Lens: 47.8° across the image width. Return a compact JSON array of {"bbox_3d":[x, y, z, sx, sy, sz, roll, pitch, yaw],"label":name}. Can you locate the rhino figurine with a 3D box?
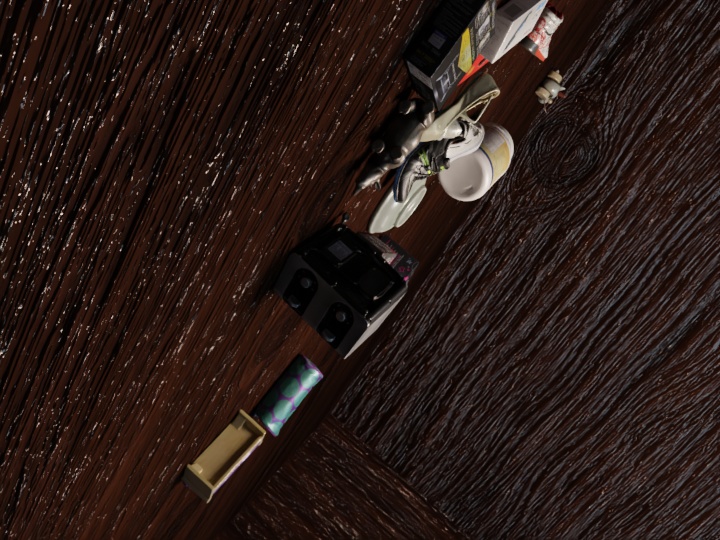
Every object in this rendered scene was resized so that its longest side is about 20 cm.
[{"bbox_3d":[0.051,-0.198,1.314,0.201,0.059,0.087,-52,177,13],"label":"rhino figurine"}]

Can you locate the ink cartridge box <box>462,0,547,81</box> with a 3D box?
[{"bbox_3d":[0.280,-0.450,1.577,0.200,0.044,0.178,-44,167,-43],"label":"ink cartridge box"}]

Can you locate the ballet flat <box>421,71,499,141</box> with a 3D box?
[{"bbox_3d":[0.184,-0.292,1.523,0.199,0.070,0.070,-42,170,-9],"label":"ballet flat"}]

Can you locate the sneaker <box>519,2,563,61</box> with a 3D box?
[{"bbox_3d":[0.423,-0.548,1.860,0.109,0.067,0.201,-52,169,20],"label":"sneaker"}]

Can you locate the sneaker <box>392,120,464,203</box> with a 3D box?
[{"bbox_3d":[0.132,-0.215,1.599,0.201,0.082,0.071,-52,171,-1],"label":"sneaker"}]

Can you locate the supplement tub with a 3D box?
[{"bbox_3d":[0.285,-0.272,1.985,0.200,0.144,0.146,-42,167,-49],"label":"supplement tub"}]

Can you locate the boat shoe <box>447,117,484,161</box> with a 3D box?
[{"bbox_3d":[0.221,-0.306,1.783,0.200,0.075,0.087,-32,158,-41],"label":"boat shoe"}]

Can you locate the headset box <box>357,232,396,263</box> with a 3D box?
[{"bbox_3d":[0.000,0.000,1.789,0.150,0.075,0.200,-54,171,7],"label":"headset box"}]

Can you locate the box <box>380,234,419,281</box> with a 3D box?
[{"bbox_3d":[0.031,0.037,1.977,0.200,0.114,0.133,-47,171,-26],"label":"box"}]

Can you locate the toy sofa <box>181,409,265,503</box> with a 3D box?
[{"bbox_3d":[-0.308,0.421,1.826,0.200,0.082,0.098,-45,168,-41],"label":"toy sofa"}]

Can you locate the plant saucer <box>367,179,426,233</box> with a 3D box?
[{"bbox_3d":[0.094,-0.152,1.765,0.201,0.050,0.200,-51,171,-11],"label":"plant saucer"}]

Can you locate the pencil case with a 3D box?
[{"bbox_3d":[-0.182,0.314,2.057,0.201,0.084,0.093,-50,156,-11],"label":"pencil case"}]

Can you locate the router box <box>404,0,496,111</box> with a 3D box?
[{"bbox_3d":[0.140,-0.342,1.228,0.159,0.052,0.200,-54,171,3],"label":"router box"}]

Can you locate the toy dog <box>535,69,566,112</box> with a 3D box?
[{"bbox_3d":[0.662,-0.609,2.790,0.133,0.096,0.200,-55,171,23],"label":"toy dog"}]

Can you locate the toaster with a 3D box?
[{"bbox_3d":[-0.030,0.026,1.402,0.119,0.180,0.200,-53,171,35],"label":"toaster"}]
